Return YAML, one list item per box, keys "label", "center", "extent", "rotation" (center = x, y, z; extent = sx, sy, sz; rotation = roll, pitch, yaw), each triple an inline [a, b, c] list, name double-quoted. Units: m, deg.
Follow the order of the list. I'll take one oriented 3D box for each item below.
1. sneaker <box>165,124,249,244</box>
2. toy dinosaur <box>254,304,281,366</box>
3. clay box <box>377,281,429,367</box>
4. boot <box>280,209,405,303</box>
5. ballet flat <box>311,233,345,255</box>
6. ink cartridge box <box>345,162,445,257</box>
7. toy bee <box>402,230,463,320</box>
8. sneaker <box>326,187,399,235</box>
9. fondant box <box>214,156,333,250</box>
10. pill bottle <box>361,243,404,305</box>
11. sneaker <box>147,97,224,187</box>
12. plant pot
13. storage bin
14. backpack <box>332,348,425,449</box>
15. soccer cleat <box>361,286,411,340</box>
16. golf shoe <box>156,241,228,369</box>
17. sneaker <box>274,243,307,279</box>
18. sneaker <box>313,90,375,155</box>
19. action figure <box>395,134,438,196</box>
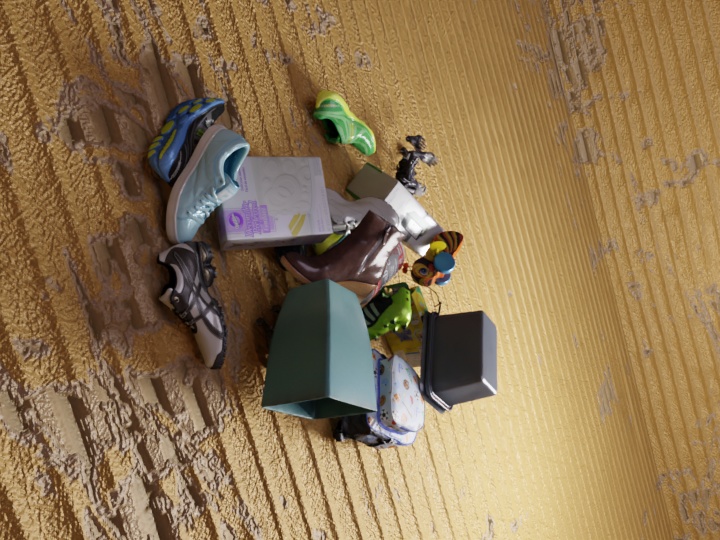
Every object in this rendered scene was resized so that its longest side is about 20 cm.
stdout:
- label: "sneaker"
  center: [-0.237, -0.128, 0.931]
  extent: [0.204, 0.080, 0.074]
  rotation: [-68, 158, 0]
- label: "toy dinosaur"
  center: [-0.130, 0.113, 1.080]
  extent: [0.202, 0.075, 0.104]
  rotation: [-61, 138, -46]
- label: "clay box"
  center: [0.103, 0.117, 1.327]
  extent: [0.047, 0.113, 0.204]
  rotation: [-36, 109, -50]
- label: "boot"
  center: [-0.030, -0.039, 1.056]
  extent: [0.197, 0.072, 0.168]
  rotation: [25, 104, -34]
- label: "ballet flat"
  center: [-0.040, -0.091, 1.248]
  extent: [0.067, 0.067, 0.199]
  rotation: [47, 42, 5]
- label: "ink cartridge box"
  center: [0.080, -0.133, 1.329]
  extent: [0.085, 0.146, 0.199]
  rotation: [-50, 130, 1]
- label: "toy bee"
  center: [0.149, -0.013, 1.269]
  extent: [0.201, 0.106, 0.133]
  rotation: [-62, 169, -51]
- label: "sneaker"
  center: [-0.019, -0.102, 1.184]
  extent: [0.076, 0.194, 0.088]
  rotation: [93, 8, -46]
- label: "fondant box"
  center: [-0.155, -0.120, 1.039]
  extent: [0.195, 0.058, 0.148]
  rotation: [-6, 79, -27]
- label: "pill bottle"
  center: [0.000, 0.000, 1.223]
  extent: [0.200, 0.114, 0.118]
  rotation: [-42, 113, -44]
- label: "sneaker"
  center: [-0.280, -0.216, 0.977]
  extent: [0.084, 0.069, 0.203]
  rotation: [70, 30, -46]
- label: "plant pot"
  center: [-0.066, 0.130, 0.992]
  extent: [0.140, 0.139, 0.205]
  rotation: [29, 54, -50]
- label: "storage bin"
  center: [0.217, 0.187, 1.245]
  extent: [0.145, 0.132, 0.204]
  rotation: [43, 44, -41]
- label: "backpack"
  center: [0.049, 0.266, 1.201]
  extent: [0.191, 0.150, 0.205]
  rotation: [45, 45, -49]
- label: "soccer cleat"
  center: [0.029, 0.090, 1.171]
  extent: [0.067, 0.198, 0.083]
  rotation: [28, 57, -32]
- label: "golf shoe"
  center: [-0.264, 0.059, 0.921]
  extent: [0.093, 0.077, 0.206]
  rotation: [-11, 88, -35]
- label: "sneaker"
  center: [-0.138, -0.085, 1.132]
  extent: [0.083, 0.070, 0.206]
  rotation: [58, 28, -74]
- label: "sneaker"
  center: [-0.041, -0.311, 1.309]
  extent: [0.199, 0.073, 0.085]
  rotation: [36, 79, -45]
- label: "action figure"
  center: [0.134, -0.249, 1.449]
  extent: [0.100, 0.120, 0.202]
  rotation: [23, 40, -9]
